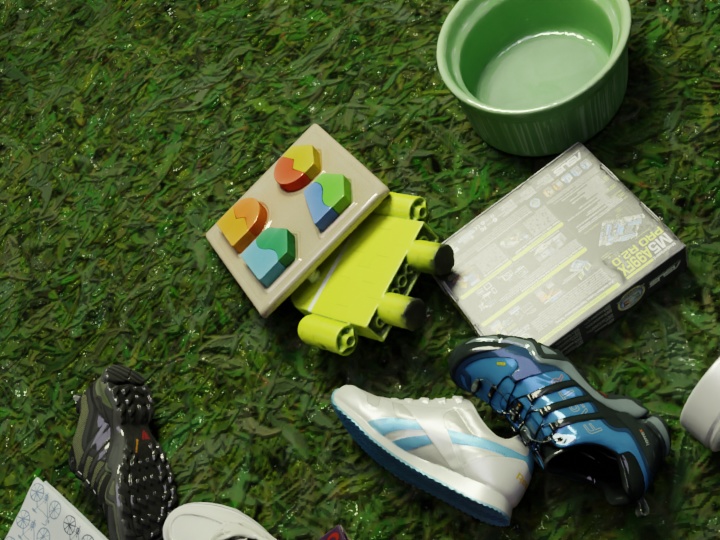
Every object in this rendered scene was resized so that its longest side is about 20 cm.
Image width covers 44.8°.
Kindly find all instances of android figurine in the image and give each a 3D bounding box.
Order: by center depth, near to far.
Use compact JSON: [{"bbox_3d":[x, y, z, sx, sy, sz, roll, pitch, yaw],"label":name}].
[{"bbox_3d":[0.000,0.000,0.891,0.199,0.041,0.183,15,69,47],"label":"android figurine"}]

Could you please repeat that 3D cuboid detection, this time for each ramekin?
[{"bbox_3d":[0.188,-0.219,0.926,0.198,0.098,0.202,-10,60,17],"label":"ramekin"}]

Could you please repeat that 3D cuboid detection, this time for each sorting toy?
[{"bbox_3d":[-0.079,-0.065,0.952,0.185,0.036,0.200,-45,39,2],"label":"sorting toy"}]

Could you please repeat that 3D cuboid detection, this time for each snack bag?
[{"bbox_3d":[-0.304,0.335,0.846,0.188,0.021,0.201,28,91,33],"label":"snack bag"}]

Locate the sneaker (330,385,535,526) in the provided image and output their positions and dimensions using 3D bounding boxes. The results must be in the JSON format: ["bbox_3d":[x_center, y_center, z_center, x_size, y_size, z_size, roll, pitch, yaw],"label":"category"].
[{"bbox_3d":[0.063,0.151,0.796,0.199,0.077,0.081,25,67,24],"label":"sneaker"}]

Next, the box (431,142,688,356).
[{"bbox_3d":[0.183,-0.008,0.844,0.199,0.044,0.161,-37,56,1],"label":"box"}]

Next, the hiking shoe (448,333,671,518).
[{"bbox_3d":[0.158,0.120,0.729,0.199,0.075,0.087,24,40,18],"label":"hiking shoe"}]

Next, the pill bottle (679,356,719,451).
[{"bbox_3d":[0.348,0.143,0.648,0.114,0.114,0.200,-44,55,-5],"label":"pill bottle"}]

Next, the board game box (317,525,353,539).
[{"bbox_3d":[-0.063,0.313,0.729,0.199,0.120,0.032,-36,28,1],"label":"board game box"}]

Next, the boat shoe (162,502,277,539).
[{"bbox_3d":[-0.113,0.267,0.804,0.199,0.066,0.072,23,74,31],"label":"boat shoe"}]

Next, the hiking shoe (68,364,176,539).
[{"bbox_3d":[-0.253,0.206,0.905,0.100,0.075,0.202,-33,58,31],"label":"hiking shoe"}]
